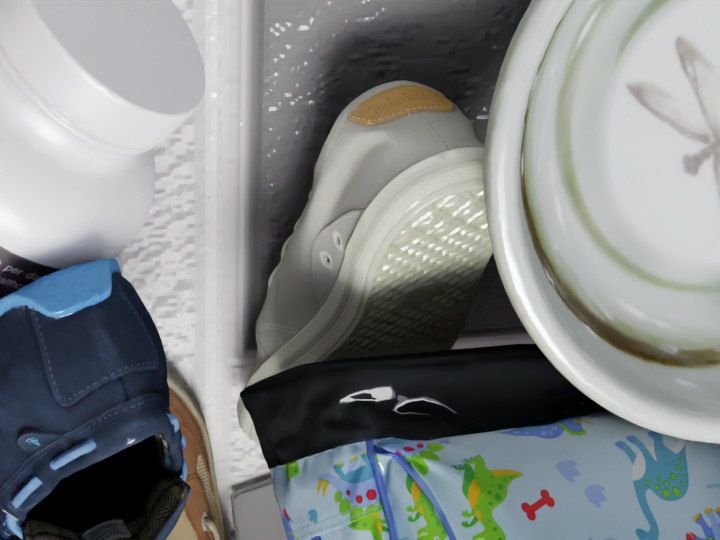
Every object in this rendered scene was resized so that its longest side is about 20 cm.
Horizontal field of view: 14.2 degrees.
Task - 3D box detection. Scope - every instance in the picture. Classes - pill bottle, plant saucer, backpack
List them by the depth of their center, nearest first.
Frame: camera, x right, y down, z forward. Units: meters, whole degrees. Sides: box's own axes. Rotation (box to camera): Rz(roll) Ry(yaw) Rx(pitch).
[{"bbox_3d":[-0.143,-0.020,0.903,0.112,0.113,0.200,31,123,-35],"label":"pill bottle"},{"bbox_3d":[0.126,-0.045,0.942,0.200,0.050,0.200,-6,108,-19],"label":"plant saucer"},{"bbox_3d":[0.062,0.124,0.955,0.163,0.200,0.154,-3,178,-37],"label":"backpack"}]

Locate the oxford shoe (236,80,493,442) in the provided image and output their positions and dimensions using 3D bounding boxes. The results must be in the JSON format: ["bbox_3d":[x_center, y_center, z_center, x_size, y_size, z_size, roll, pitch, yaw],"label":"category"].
[{"bbox_3d":[0.000,0.000,0.996,0.075,0.058,0.200,-16,155,-25],"label":"oxford shoe"}]

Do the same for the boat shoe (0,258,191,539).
[{"bbox_3d":[-0.094,0.069,0.919,0.084,0.069,0.200,-25,160,-10],"label":"boat shoe"}]

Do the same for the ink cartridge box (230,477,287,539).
[{"bbox_3d":[0.027,0.184,1.120,0.086,0.147,0.200,-19,135,11],"label":"ink cartridge box"}]

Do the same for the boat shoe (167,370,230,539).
[{"bbox_3d":[-0.082,0.102,1.069,0.076,0.072,0.200,-17,136,7],"label":"boat shoe"}]
